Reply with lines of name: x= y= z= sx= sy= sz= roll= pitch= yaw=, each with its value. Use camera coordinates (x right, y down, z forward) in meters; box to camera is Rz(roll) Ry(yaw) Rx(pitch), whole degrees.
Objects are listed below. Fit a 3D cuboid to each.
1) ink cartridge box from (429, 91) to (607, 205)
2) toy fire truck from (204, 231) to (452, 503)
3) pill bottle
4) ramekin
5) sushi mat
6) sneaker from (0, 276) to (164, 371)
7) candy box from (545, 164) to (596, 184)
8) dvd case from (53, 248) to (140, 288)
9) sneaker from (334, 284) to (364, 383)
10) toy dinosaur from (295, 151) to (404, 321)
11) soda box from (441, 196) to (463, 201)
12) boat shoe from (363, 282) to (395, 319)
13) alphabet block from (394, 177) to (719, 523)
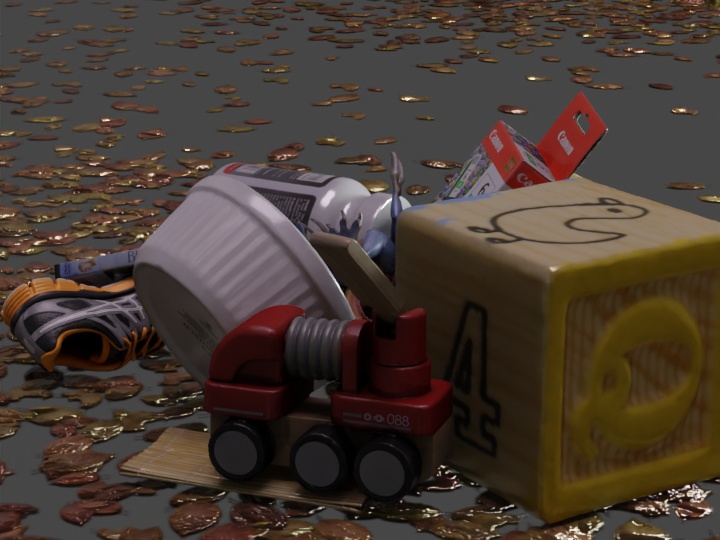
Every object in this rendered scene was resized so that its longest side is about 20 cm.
ink cartridge box: x=0.131 y=-0.081 z=1.758 sx=0.050 sy=0.200 sz=0.109 roll=34 pitch=15 yaw=-20
toy fire truck: x=-0.027 y=0.056 z=1.405 sx=0.175 sy=0.201 sz=0.129 roll=6 pitch=16 yaw=19
pill bottle: x=-0.054 y=-0.039 z=1.931 sx=0.199 sy=0.116 sz=0.116 roll=10 pitch=19 yaw=30
ramekin: x=-0.099 y=0.029 z=1.576 sx=0.094 sy=0.203 sz=0.202 roll=-39 pitch=33 yaw=-22
sushi mat: x=-0.074 y=0.149 z=1.469 sx=0.199 sy=0.012 sz=0.096 roll=6 pitch=16 yaw=20
sneaker: x=-0.215 y=0.054 z=1.719 sx=0.199 sy=0.078 sz=0.077 roll=-4 pitch=45 yaw=-31
candy box: x=0.228 y=-0.038 z=1.843 sx=0.199 sy=0.057 sz=0.117 roll=22 pitch=-6 yaw=-22
dvd case: x=-0.161 y=0.001 z=1.781 sx=0.199 sy=0.018 sz=0.143 roll=-11 pitch=-16 yaw=13
sneaker: x=-0.031 y=0.034 z=1.698 sx=0.082 sy=0.078 sz=0.200 roll=-40 pitch=32 yaw=-16
toy dinosaur: x=0.000 y=0.000 z=1.680 sx=0.105 sy=0.201 sz=0.181 roll=-21 pitch=-27 yaw=22
soda box: x=0.164 y=-0.012 z=1.669 sx=0.199 sy=0.064 sz=0.071 roll=5 pitch=34 yaw=2
boat shoe: x=0.016 y=0.035 z=1.777 sx=0.074 sy=0.062 sz=0.200 roll=-14 pitch=11 yaw=-28
alphabet block: x=0.155 y=0.053 z=1.474 sx=0.195 sy=0.197 sz=0.200 roll=-12 pitch=20 yaw=-30
